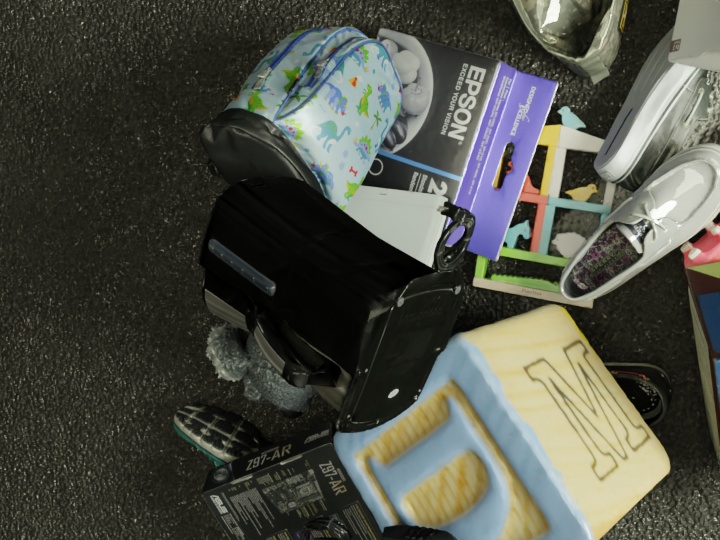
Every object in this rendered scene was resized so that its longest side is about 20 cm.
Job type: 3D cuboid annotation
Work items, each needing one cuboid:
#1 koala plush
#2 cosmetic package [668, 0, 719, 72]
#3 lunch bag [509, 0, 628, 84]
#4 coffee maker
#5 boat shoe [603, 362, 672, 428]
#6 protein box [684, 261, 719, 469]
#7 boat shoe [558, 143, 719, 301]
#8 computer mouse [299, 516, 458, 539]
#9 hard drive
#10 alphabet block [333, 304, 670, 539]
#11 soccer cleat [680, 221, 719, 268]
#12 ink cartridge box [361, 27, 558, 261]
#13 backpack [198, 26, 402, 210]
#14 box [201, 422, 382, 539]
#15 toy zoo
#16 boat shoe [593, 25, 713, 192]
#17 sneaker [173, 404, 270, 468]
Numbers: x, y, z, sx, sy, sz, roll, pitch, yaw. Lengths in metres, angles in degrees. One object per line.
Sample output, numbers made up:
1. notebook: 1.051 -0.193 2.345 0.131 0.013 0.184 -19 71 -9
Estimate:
1. koala plush: -0.063 0.080 0.870 0.176 0.200 0.186 7 97 16
2. cosmetic package: 0.388 -0.205 0.717 0.198 0.113 0.082 10 98 -11
3. lunch bag: 0.192 -0.280 0.777 0.117 0.164 0.201 -24 89 20
4. coffee maker: -0.021 0.000 0.682 0.200 0.134 0.193 35 94 31
5. boat shoe: 0.219 0.135 0.860 0.200 0.063 0.074 -9 96 24
6. protein box: 0.408 0.097 0.722 0.197 0.135 0.201 -11 122 17
7. boat shoe: 0.264 -0.040 0.779 0.200 0.068 0.072 -41 81 35
8. computer mouse: 0.019 0.243 0.726 0.199 0.034 0.059 -4 111 44
9. hard drive: 0.000 0.000 0.806 0.131 0.026 0.201 8 53 17
10. alphabet block: 0.132 0.170 0.768 0.195 0.199 0.197 -42 71 34
11. soccer cleat: 0.389 -0.052 0.759 0.076 0.067 0.200 43 107 -7
12. ink cartridge box: 0.082 -0.134 0.876 0.199 0.043 0.200 21 101 21
13. backpack: -0.045 -0.151 0.819 0.153 0.201 0.164 -8 134 27
14. box: -0.060 0.285 0.923 0.159 0.044 0.201 -24 110 10
15. toy zoo: 0.198 -0.071 0.870 0.130 0.020 0.202 10 98 16
16. boat shoe: 0.308 -0.166 0.810 0.071 0.072 0.201 29 100 -13
17. sneaker: -0.148 0.236 0.980 0.199 0.077 0.080 37 113 10
